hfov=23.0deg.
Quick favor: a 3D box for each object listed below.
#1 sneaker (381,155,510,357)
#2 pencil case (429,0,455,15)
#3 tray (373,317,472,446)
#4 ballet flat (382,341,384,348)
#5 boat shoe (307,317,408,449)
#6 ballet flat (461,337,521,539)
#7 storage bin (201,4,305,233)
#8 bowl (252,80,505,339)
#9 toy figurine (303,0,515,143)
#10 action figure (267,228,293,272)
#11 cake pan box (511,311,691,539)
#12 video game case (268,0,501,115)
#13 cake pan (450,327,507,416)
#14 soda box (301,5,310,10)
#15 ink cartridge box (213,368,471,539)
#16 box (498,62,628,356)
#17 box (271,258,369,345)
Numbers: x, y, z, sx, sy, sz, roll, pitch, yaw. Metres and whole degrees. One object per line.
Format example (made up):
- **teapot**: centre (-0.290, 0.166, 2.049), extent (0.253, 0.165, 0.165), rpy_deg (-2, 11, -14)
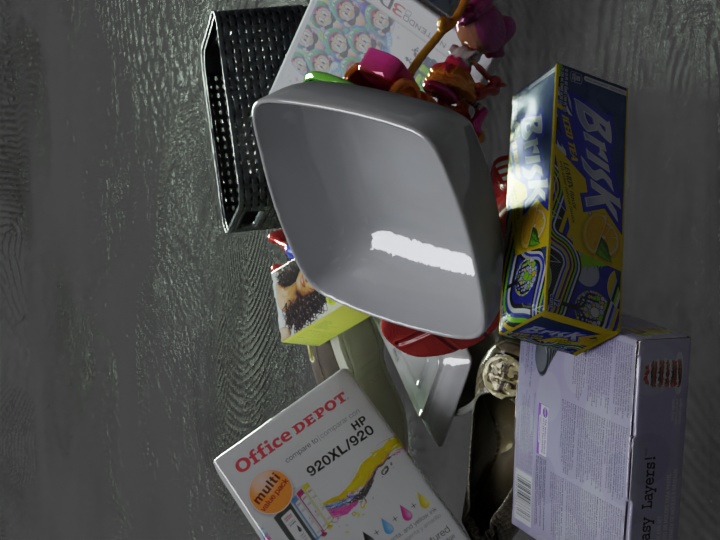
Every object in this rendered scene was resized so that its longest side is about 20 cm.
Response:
- **sneaker**: centre (0.101, -0.016, 1.446), extent (0.200, 0.078, 0.116), rpy_deg (-37, 20, 31)
- **pencil case**: centre (0.020, -0.217, 1.669), extent (0.091, 0.083, 0.200), rpy_deg (63, 150, 19)
- **tray**: centre (0.046, 0.054, 1.600), extent (0.200, 0.022, 0.108), rpy_deg (-115, 31, -45)
- **ballet flat**: centre (0.002, 0.027, 1.739), extent (0.071, 0.070, 0.201), rpy_deg (-122, 34, -52)
- **boat shoe**: centre (-0.006, 0.123, 1.713), extent (0.059, 0.072, 0.201), rpy_deg (6, 119, 44)
- **ballet flat**: centre (0.114, 0.151, 1.473), extent (0.067, 0.046, 0.201), rpy_deg (23, 120, 29)
- **storage bin**: centre (-0.095, -0.149, 1.746), extent (0.135, 0.093, 0.201), rpy_deg (130, 132, -73)
- **bowl**: centre (0.026, -0.055, 1.340), extent (0.199, 0.075, 0.201), rpy_deg (16, 135, 39)
- **toy figurine**: centre (0.077, -0.177, 1.457), extent (0.150, 0.200, 0.185), rpy_deg (25, 79, 43)
- **action figure**: centre (-0.035, 0.005, 1.867), extent (0.200, 0.051, 0.066), rpy_deg (34, 128, 58)
- **cake pan box**: centre (0.177, 0.130, 1.340), extent (0.184, 0.052, 0.201), rpy_deg (-159, 70, -69)
- **video game case**: centre (0.012, -0.161, 1.592), extent (0.182, 0.024, 0.200), rpy_deg (37, 122, 16)
- **cake pan**: centre (0.094, 0.027, 1.558), extent (0.200, 0.037, 0.201), rpy_deg (179, 90, -68)
- **soda box**: centre (-0.022, -0.166, 1.788), extent (0.063, 0.070, 0.201), rpy_deg (131, 132, -64)
- **ink cartridge box**: centre (-0.011, 0.217, 1.546), extent (0.200, 0.147, 0.145), rpy_deg (54, 172, 16)
- **box**: centre (0.151, -0.046, 1.303), extent (0.064, 0.070, 0.201), rpy_deg (-34, 46, 55)
- **box**: centre (0.000, 0.000, 1.592), extent (0.200, 0.050, 0.076), rpy_deg (-32, 60, 42)
